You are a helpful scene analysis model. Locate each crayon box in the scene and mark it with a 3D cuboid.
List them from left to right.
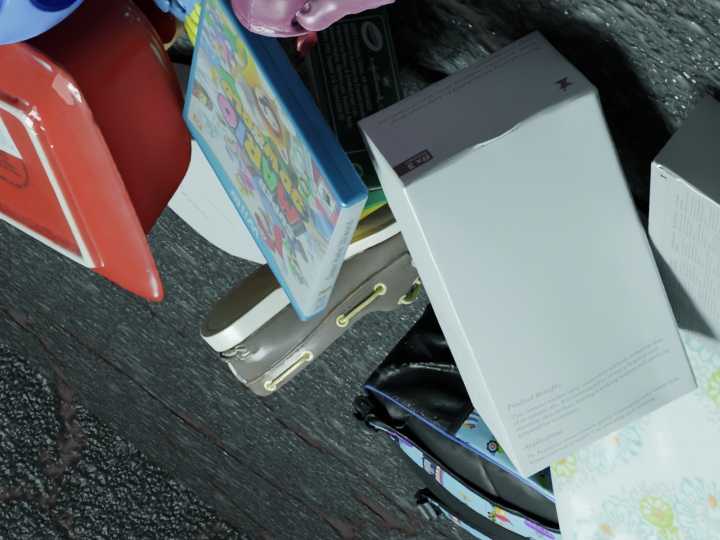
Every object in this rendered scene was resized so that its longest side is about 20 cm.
[{"bbox_3d":[-0.024,-0.092,1.453,0.200,0.051,0.127,154,106,-74],"label":"crayon box"}]

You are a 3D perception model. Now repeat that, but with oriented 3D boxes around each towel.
[{"bbox_3d":[0.185,0.114,1.498,0.170,0.048,0.201,6,115,35],"label":"towel"}]

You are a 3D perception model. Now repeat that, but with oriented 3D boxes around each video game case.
[{"bbox_3d":[-0.050,-0.064,1.391,0.144,0.018,0.200,59,165,12],"label":"video game case"}]

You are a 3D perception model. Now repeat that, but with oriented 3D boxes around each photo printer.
[{"bbox_3d":[-0.090,-0.071,1.779,0.166,0.070,0.200,46,164,-31],"label":"photo printer"}]

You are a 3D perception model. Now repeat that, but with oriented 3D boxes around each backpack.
[{"bbox_3d":[0.119,0.120,1.735,0.199,0.135,0.183,29,163,34],"label":"backpack"}]

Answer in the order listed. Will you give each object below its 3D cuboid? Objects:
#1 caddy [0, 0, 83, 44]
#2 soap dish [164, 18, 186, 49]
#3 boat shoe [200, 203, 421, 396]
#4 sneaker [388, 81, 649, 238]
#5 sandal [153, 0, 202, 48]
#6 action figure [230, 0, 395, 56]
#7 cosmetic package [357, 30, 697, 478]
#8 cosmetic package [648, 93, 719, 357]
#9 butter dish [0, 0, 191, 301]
[{"bbox_3d":[-0.208,-0.222,1.375,0.105,0.141,0.201,23,126,58],"label":"caddy"},{"bbox_3d":[-0.221,-0.156,1.632,0.157,0.081,0.200,41,121,-16],"label":"soap dish"},{"bbox_3d":[0.000,0.000,1.539,0.060,0.199,0.072,52,-173,-20],"label":"boat shoe"},{"bbox_3d":[0.098,-0.021,1.455,0.200,0.080,0.071,33,164,12],"label":"sneaker"},{"bbox_3d":[-0.092,-0.180,1.433,0.087,0.080,0.200,42,165,-2],"label":"sandal"},{"bbox_3d":[-0.033,-0.159,1.228,0.133,0.149,0.201,26,150,17],"label":"action figure"},{"bbox_3d":[0.088,-0.007,1.331,0.081,0.112,0.201,-124,11,-58],"label":"cosmetic package"},{"bbox_3d":[0.191,-0.012,1.308,0.082,0.051,0.200,34,166,15],"label":"cosmetic package"},{"bbox_3d":[-0.169,-0.113,1.520,0.199,0.148,0.200,27,151,36],"label":"butter dish"}]
